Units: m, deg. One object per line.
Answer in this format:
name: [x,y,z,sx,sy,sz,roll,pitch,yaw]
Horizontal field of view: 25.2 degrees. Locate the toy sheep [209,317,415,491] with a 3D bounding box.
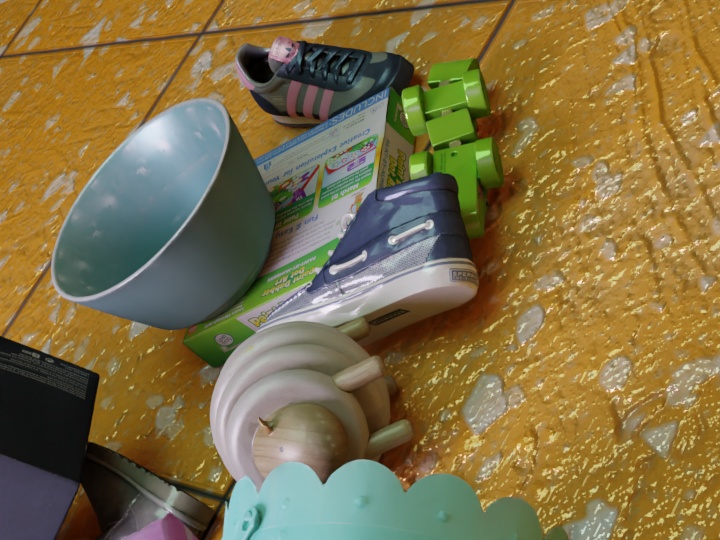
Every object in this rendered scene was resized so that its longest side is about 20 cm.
toy sheep: [-0.039,0.096,1.117,0.138,0.138,0.200,-44,11,5]

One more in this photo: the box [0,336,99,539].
box: [-0.290,0.183,1.241,0.182,0.104,0.201,-98,33,-68]

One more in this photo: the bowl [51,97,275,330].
bowl: [-0.148,-0.030,1.319,0.200,0.105,0.201,-30,36,25]

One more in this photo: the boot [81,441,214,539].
boot: [-0.212,0.240,1.227,0.182,0.072,0.201,15,74,57]

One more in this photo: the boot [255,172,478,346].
boot: [0.000,0.000,1.193,0.199,0.073,0.091,-21,66,33]

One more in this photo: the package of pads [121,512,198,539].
package of pads: [-0.143,0.271,1.062,0.120,0.076,0.200,-32,44,8]

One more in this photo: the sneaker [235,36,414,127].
sneaker: [-0.040,-0.175,1.446,0.199,0.082,0.070,-2,53,48]

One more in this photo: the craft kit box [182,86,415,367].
craft kit box: [-0.048,-0.037,1.345,0.199,0.049,0.198,-25,36,32]

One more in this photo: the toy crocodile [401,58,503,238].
toy crocodile: [0.075,-0.095,1.251,0.067,0.062,0.201,-15,46,12]

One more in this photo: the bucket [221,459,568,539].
bucket: [0.011,0.204,0.874,0.206,0.207,0.135,-17,51,39]
